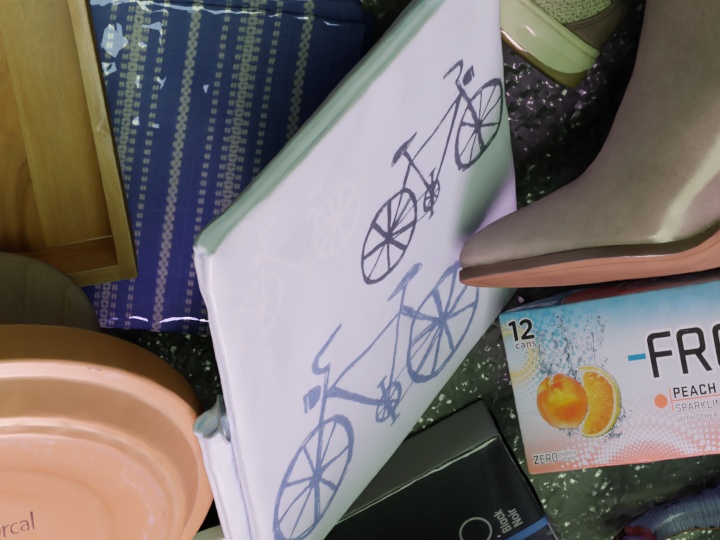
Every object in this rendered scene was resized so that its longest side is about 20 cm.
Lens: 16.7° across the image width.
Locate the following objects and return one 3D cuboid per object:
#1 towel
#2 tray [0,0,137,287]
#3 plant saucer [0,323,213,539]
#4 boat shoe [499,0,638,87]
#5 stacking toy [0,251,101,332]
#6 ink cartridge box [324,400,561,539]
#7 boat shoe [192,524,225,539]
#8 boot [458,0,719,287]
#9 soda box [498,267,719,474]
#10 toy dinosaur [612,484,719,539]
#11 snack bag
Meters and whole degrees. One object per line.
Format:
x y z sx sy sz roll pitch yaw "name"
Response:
-0.100 -0.046 0.952 0.199 0.024 0.146 5 113 -9 "towel"
-0.147 -0.086 0.896 0.098 0.037 0.201 -9 114 -2 "tray"
-0.145 0.093 0.857 0.199 0.032 0.201 -16 145 -11 "plant saucer"
0.029 -0.150 0.905 0.201 0.072 0.066 40 95 -27 "boat shoe"
-0.136 0.086 0.946 0.085 0.086 0.201 -7 140 -7 "stacking toy"
-0.011 0.145 1.032 0.199 0.039 0.100 -29 114 4 "ink cartridge box"
-0.094 0.174 0.968 0.200 0.062 0.075 -41 137 22 "boat shoe"
0.126 -0.075 0.897 0.199 0.070 0.147 -7 86 16 "boot"
0.157 0.031 0.941 0.199 0.063 0.069 -9 93 29 "soda box"
0.201 0.103 1.028 0.181 0.105 0.200 -29 126 23 "toy dinosaur"
0.000 0.000 0.887 0.189 0.021 0.201 -50 150 -31 "snack bag"
